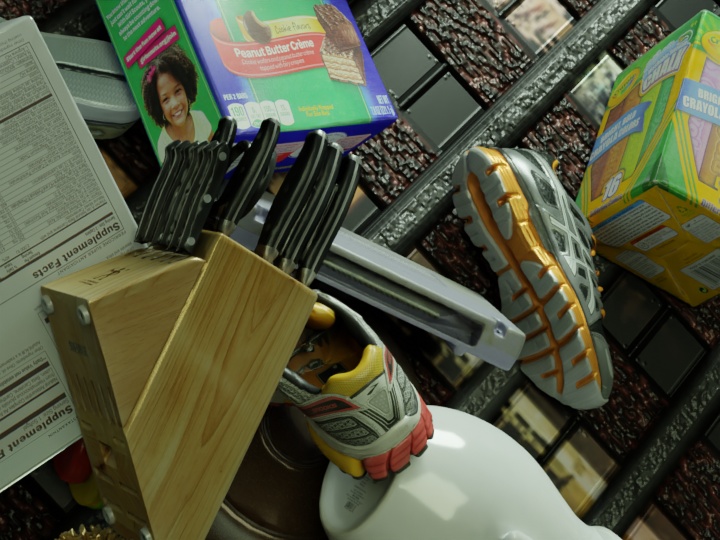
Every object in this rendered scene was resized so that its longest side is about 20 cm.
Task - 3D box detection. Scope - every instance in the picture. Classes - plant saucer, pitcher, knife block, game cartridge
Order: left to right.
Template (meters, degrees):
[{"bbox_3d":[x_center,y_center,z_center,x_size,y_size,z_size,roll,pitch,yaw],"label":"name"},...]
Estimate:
[{"bbox_3d":[-0.065,0.027,0.672,0.175,0.064,0.201,-22,107,-30],"label":"knife block"},{"bbox_3d":[-0.040,0.101,0.835,0.199,0.032,0.202,7,71,-20],"label":"plant saucer"},{"bbox_3d":[0.000,0.000,0.833,0.199,0.130,0.039,25,92,-12],"label":"game cartridge"},{"bbox_3d":[0.088,0.162,0.765,0.199,0.171,0.122,31,76,-25],"label":"pitcher"}]

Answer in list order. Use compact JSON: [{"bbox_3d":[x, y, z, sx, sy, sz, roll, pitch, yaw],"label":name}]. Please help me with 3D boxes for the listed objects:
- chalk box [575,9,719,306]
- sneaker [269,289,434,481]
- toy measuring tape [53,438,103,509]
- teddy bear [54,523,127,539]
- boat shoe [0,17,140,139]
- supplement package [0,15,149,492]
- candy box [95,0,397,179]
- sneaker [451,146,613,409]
[{"bbox_3d":[0.256,-0.100,0.966,0.123,0.124,0.201,26,64,-12],"label":"chalk box"},{"bbox_3d":[-0.035,0.037,0.753,0.078,0.200,0.082,-40,131,-19],"label":"sneaker"},{"bbox_3d":[-0.133,0.133,0.743,0.073,0.074,0.201,-5,46,-23],"label":"toy measuring tape"},{"bbox_3d":[-0.157,0.242,0.721,0.144,0.067,0.202,5,71,-17],"label":"teddy bear"},{"bbox_3d":[-0.230,-0.120,0.812,0.199,0.062,0.072,14,59,-18],"label":"boat shoe"},{"bbox_3d":[-0.217,-0.007,0.696,0.150,0.151,0.201,-34,111,-27],"label":"supplement package"},{"bbox_3d":[-0.084,-0.167,0.846,0.169,0.077,0.201,-14,77,-52],"label":"candy box"},{"bbox_3d":[0.137,-0.001,0.915,0.077,0.078,0.201,-14,80,-34],"label":"sneaker"}]
